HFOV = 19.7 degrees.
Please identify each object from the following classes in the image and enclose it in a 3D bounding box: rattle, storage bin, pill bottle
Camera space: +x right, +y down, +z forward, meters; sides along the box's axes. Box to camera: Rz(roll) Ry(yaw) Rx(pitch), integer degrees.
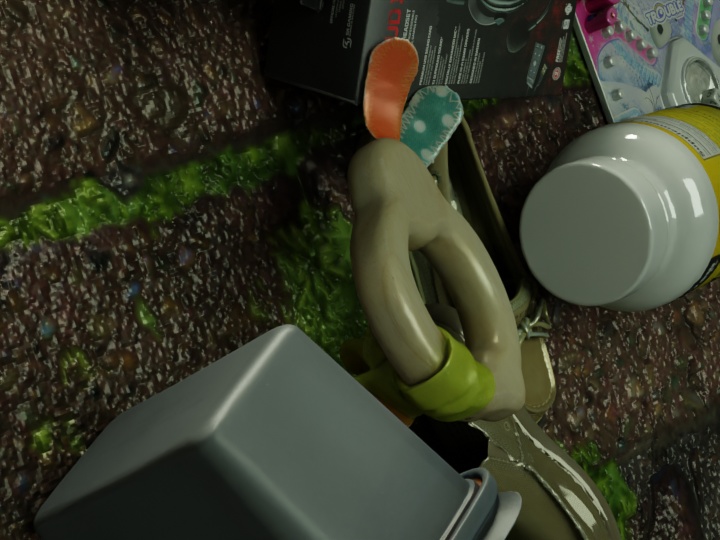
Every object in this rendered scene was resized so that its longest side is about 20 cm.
[{"bbox_3d":[0.000,0.000,1.083,0.130,0.143,0.201,-5,67,-44],"label":"rattle"},{"bbox_3d":[-0.044,0.110,0.945,0.134,0.200,0.146,48,49,-12],"label":"storage bin"},{"bbox_3d":[0.171,-0.036,1.230,0.200,0.111,0.112,-19,92,-59],"label":"pill bottle"}]

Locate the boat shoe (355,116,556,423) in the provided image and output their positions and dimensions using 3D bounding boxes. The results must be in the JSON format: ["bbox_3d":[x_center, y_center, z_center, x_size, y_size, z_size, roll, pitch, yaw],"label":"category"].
[{"bbox_3d":[0.067,0.001,1.171,0.073,0.063,0.201,-37,108,-46],"label":"boat shoe"}]

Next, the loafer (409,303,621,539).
[{"bbox_3d":[0.071,0.115,1.143,0.200,0.076,0.067,53,47,-7],"label":"loafer"}]

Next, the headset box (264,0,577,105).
[{"bbox_3d":[0.036,-0.173,1.143,0.200,0.077,0.149,-7,111,-48],"label":"headset box"}]

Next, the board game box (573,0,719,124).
[{"bbox_3d":[0.232,-0.125,1.405,0.200,0.026,0.201,-27,98,-46],"label":"board game box"}]
